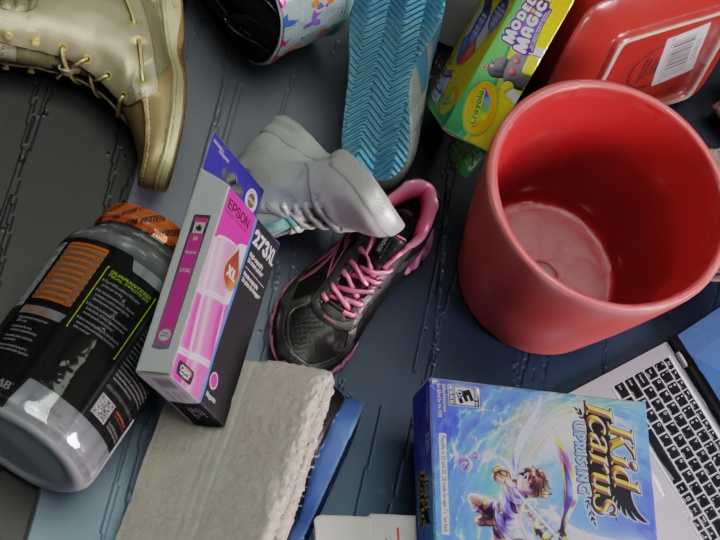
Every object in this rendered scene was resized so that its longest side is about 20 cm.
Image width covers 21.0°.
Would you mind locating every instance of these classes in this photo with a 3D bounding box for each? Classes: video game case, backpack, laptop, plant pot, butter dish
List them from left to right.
[{"bbox_3d":[-0.078,-0.277,1.595,0.150,0.178,0.200,-22,80,-19],"label":"backpack"},{"bbox_3d":[0.133,0.186,1.464,0.181,0.045,0.200,8,61,-16],"label":"video game case"},{"bbox_3d":[0.170,-0.026,1.562,0.200,0.177,0.201,6,66,-14],"label":"plant pot"},{"bbox_3d":[0.217,-0.225,1.663,0.199,0.200,0.148,-18,63,-24],"label":"butter dish"},{"bbox_3d":[0.298,0.128,1.574,0.200,0.116,0.187,-25,76,-25],"label":"laptop"}]

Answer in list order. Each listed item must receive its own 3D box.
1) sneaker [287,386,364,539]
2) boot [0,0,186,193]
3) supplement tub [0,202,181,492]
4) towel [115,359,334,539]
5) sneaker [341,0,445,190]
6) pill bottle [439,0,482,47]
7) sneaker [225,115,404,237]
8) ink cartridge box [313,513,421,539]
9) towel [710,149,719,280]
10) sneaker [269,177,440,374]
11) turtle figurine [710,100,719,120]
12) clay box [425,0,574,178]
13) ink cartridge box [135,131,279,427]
[{"bbox_3d":[-0.068,0.170,1.473,0.078,0.070,0.200,23,61,6],"label":"sneaker"},{"bbox_3d":[-0.219,-0.157,1.555,0.155,0.073,0.200,4,65,-17],"label":"boot"},{"bbox_3d":[-0.202,0.054,1.444,0.122,0.123,0.200,34,63,-1],"label":"supplement tub"},{"bbox_3d":[-0.102,0.156,1.436,0.132,0.034,0.200,8,67,29],"label":"towel"},{"bbox_3d":[0.023,-0.164,1.609,0.076,0.081,0.200,13,81,3],"label":"sneaker"},{"bbox_3d":[0.113,-0.298,1.697,0.116,0.116,0.200,20,64,-9],"label":"pill bottle"},{"bbox_3d":[-0.041,-0.053,1.525,0.088,0.200,0.075,-41,123,-11],"label":"sneaker"},{"bbox_3d":[0.054,0.250,1.471,0.200,0.067,0.117,6,65,-16],"label":"ink cartridge box"},{"bbox_3d":[0.318,-0.051,1.613,0.034,0.200,0.133,46,58,-31],"label":"towel"},{"bbox_3d":[0.000,0.000,1.547,0.079,0.095,0.200,38,63,-3],"label":"sneaker"},{"bbox_3d":[0.417,-0.112,1.700,0.200,0.144,0.194,5,70,-11],"label":"turtle figurine"},{"bbox_3d":[0.111,-0.178,1.567,0.048,0.115,0.200,28,101,-13],"label":"clay box"},{"bbox_3d":[-0.106,0.006,1.441,0.037,0.095,0.200,2,64,25],"label":"ink cartridge box"}]
